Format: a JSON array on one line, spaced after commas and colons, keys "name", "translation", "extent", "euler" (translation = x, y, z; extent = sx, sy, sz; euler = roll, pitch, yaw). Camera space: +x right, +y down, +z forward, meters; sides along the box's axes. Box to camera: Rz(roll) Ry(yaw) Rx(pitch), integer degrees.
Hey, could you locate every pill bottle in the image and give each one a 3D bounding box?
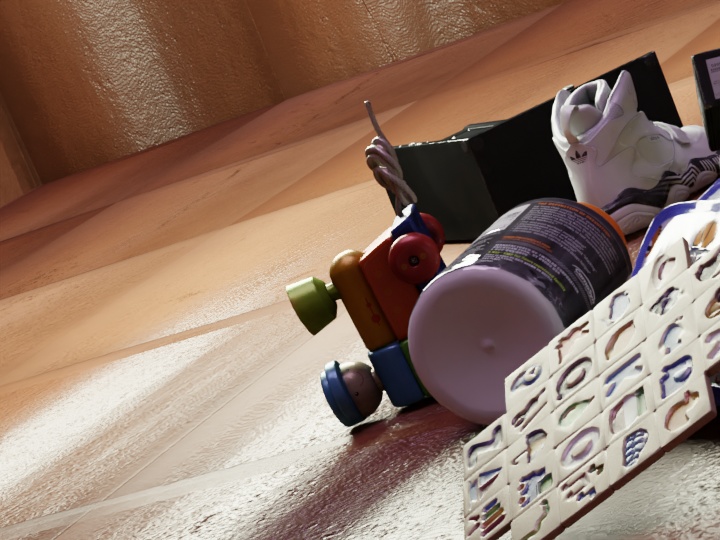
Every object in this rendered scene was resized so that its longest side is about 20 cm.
[{"name": "pill bottle", "translation": [0.111, 0.017, 1.679], "extent": [0.106, 0.106, 0.200], "euler": [-18, 11, 27]}]

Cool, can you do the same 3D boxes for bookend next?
[{"name": "bookend", "translation": [0.147, -0.106, 2.312], "extent": [0.200, 0.092, 0.199], "euler": [-25, 10, -21]}]

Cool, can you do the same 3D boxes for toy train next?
[{"name": "toy train", "translation": [0.000, 0.000, 1.757], "extent": [0.116, 0.200, 0.085], "euler": [-26, 9, 9]}]

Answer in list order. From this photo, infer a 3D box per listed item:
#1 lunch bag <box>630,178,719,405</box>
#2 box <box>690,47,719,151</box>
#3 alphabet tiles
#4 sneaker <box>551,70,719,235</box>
[{"name": "lunch bag", "translation": [0.243, 0.000, 1.446], "extent": [0.200, 0.124, 0.170], "euler": [-41, 15, -15]}, {"name": "box", "translation": [0.351, -0.148, 1.977], "extent": [0.200, 0.044, 0.160], "euler": [-14, -11, 6]}, {"name": "alphabet tiles", "translation": [0.127, 0.066, 1.382], "extent": [0.200, 0.006, 0.166], "euler": [-40, 22, 22]}, {"name": "sneaker", "translation": [0.218, -0.105, 2.073], "extent": [0.075, 0.115, 0.200], "euler": [-15, 12, 37]}]
